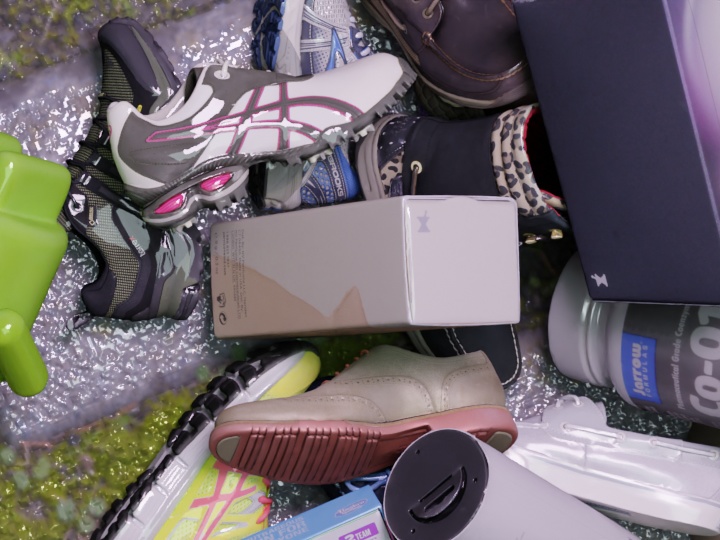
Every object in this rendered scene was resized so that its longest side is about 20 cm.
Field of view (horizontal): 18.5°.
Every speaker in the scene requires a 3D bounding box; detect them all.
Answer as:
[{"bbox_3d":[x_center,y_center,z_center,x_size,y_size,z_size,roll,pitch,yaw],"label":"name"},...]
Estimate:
[{"bbox_3d":[0.103,0.170,1.408,0.200,0.081,0.081,33,78,-43],"label":"speaker"}]

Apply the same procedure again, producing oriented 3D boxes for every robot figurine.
[{"bbox_3d":[-0.256,0.011,1.363,0.175,0.116,0.200,30,97,23],"label":"robot figurine"}]

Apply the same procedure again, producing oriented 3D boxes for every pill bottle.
[{"bbox_3d":[0.230,0.044,1.430,0.114,0.200,0.114,-22,117,-50],"label":"pill bottle"}]

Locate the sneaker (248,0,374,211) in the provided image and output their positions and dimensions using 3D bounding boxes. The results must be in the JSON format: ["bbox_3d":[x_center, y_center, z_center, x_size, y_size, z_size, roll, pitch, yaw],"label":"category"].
[{"bbox_3d":[-0.025,-0.138,1.461,0.085,0.077,0.200,4,94,-18],"label":"sneaker"}]

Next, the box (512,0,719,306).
[{"bbox_3d":[0.219,-0.106,1.352,0.198,0.123,0.200,-30,111,-38],"label":"box"}]

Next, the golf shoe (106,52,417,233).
[{"bbox_3d":[-0.060,-0.100,1.375,0.200,0.077,0.088,-27,99,-15],"label":"golf shoe"}]

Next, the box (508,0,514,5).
[{"bbox_3d":[0.101,-0.264,1.445,0.112,0.101,0.200,-26,91,-12],"label":"box"}]

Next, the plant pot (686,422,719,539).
[{"bbox_3d":[0.331,0.144,1.482,0.200,0.134,0.200,1,87,-11],"label":"plant pot"}]

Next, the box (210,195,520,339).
[{"bbox_3d":[0.000,0.000,1.377,0.095,0.200,0.078,0,86,-37],"label":"box"}]

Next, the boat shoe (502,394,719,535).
[{"bbox_3d":[0.149,0.119,1.464,0.200,0.072,0.069,14,76,10],"label":"boat shoe"}]

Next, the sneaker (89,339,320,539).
[{"bbox_3d":[-0.084,0.133,1.429,0.090,0.078,0.200,40,87,-12],"label":"sneaker"}]

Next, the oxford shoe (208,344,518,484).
[{"bbox_3d":[-0.003,0.088,1.400,0.200,0.071,0.074,-1,59,-21],"label":"oxford shoe"}]

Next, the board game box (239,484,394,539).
[{"bbox_3d":[-0.025,0.256,1.408,0.153,0.040,0.200,-22,108,-5],"label":"board game box"}]

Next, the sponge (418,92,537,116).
[{"bbox_3d":[0.096,-0.164,1.505,0.111,0.030,0.200,2,86,-13],"label":"sponge"}]

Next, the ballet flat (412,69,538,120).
[{"bbox_3d":[0.130,-0.101,1.469,0.200,0.046,0.067,22,81,-13],"label":"ballet flat"}]

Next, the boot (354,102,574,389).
[{"bbox_3d":[0.089,-0.012,1.416,0.073,0.154,0.204,-33,108,-39],"label":"boot"}]

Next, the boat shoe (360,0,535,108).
[{"bbox_3d":[0.046,-0.170,1.402,0.074,0.200,0.073,-39,135,-8],"label":"boat shoe"}]

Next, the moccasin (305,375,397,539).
[{"bbox_3d":[0.032,0.151,1.450,0.080,0.068,0.200,-40,95,-12],"label":"moccasin"}]

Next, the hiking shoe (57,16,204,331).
[{"bbox_3d":[-0.160,-0.062,1.419,0.101,0.076,0.200,-8,89,-16],"label":"hiking shoe"}]
